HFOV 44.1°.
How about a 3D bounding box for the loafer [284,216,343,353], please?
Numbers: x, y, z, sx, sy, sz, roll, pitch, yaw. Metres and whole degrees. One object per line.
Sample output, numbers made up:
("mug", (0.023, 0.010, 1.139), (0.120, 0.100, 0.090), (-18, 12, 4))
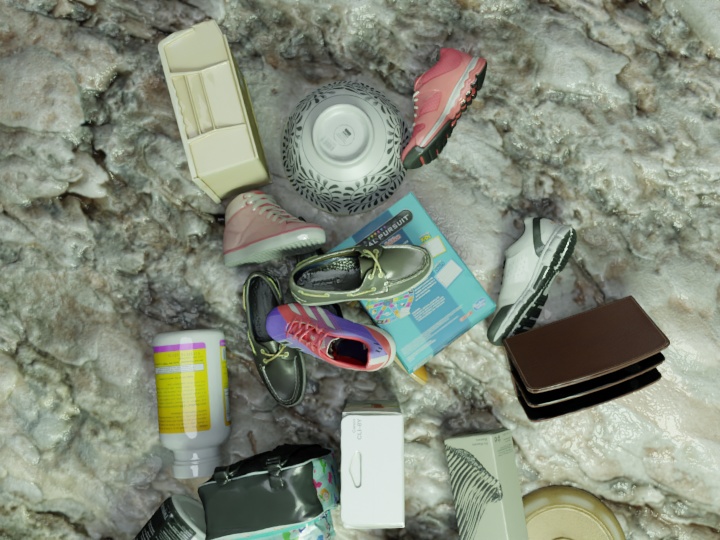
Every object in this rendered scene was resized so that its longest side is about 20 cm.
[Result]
("loafer", (-0.077, 0.024, 1.290), (0.071, 0.073, 0.203), (-16, 84, 5))

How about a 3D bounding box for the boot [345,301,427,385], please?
("boot", (0.072, 0.047, 1.282), (0.144, 0.071, 0.202), (-40, 82, -1))

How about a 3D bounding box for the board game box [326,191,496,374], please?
("board game box", (0.070, 0.017, 1.236), (0.150, 0.047, 0.201), (-35, 76, -4))

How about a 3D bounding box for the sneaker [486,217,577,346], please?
("sneaker", (0.235, 0.015, 1.289), (0.080, 0.073, 0.202), (31, 93, 33))

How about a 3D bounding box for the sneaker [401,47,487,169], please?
("sneaker", (0.105, -0.240, 1.310), (0.086, 0.074, 0.202), (32, 81, 13))

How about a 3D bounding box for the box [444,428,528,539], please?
("box", (0.179, 0.328, 1.243), (0.081, 0.068, 0.204), (-15, 80, 32))

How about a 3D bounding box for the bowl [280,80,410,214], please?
("bowl", (-0.024, -0.189, 1.290), (0.197, 0.094, 0.205), (0, 85, 2))

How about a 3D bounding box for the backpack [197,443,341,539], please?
("backpack", (-0.110, 0.310, 1.205), (0.175, 0.200, 0.153), (-14, 89, 10))

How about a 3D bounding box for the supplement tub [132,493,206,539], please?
("supplement tub", (-0.281, 0.426, 1.241), (0.122, 0.123, 0.201), (40, 89, 4))

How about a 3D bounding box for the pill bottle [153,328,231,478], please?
("pill bottle", (-0.238, 0.188, 1.265), (0.102, 0.104, 0.204), (-5, 85, 1))

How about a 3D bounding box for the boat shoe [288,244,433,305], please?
("boat shoe", (0.001, 0.003, 1.190), (0.198, 0.060, 0.073), (-12, 76, 2))

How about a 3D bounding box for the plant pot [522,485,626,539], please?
("plant pot", (0.288, 0.414, 1.271), (0.196, 0.027, 0.204), (0, 86, 3))

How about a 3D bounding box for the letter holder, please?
("letter holder", (0.315, 0.138, 1.218), (0.197, 0.143, 0.102), (-19, 116, 0))

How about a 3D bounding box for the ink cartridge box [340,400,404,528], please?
("ink cartridge box", (0.018, 0.257, 1.204), (0.082, 0.200, 0.148), (-1, 86, 2))

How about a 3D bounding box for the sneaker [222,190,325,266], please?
("sneaker", (-0.129, -0.070, 1.255), (0.198, 0.075, 0.107), (-11, 78, 45))

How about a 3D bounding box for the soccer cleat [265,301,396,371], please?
("soccer cleat", (-0.051, 0.090, 1.198), (0.197, 0.073, 0.069), (15, 102, 23))

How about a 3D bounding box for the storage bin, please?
("storage bin", (-0.199, -0.217, 1.244), (0.092, 0.200, 0.202), (-16, 86, -1))

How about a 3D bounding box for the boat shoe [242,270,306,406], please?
("boat shoe", (-0.130, 0.100, 1.289), (0.071, 0.061, 0.205), (-16, 86, 4))
